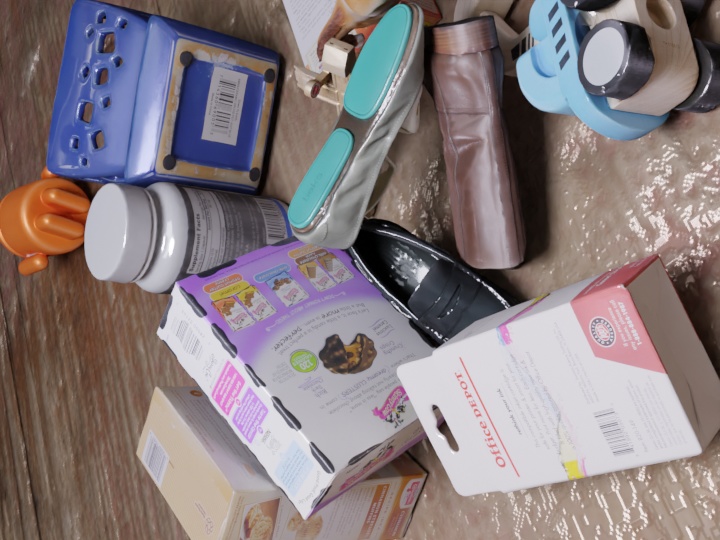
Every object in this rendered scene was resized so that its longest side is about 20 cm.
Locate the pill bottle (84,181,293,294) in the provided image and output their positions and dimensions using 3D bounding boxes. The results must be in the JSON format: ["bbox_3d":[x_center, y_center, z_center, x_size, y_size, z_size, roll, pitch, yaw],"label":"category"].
[{"bbox_3d":[-0.172,-0.030,0.960,0.114,0.199,0.114,-8,79,50],"label":"pill bottle"}]

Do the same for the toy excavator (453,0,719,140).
[{"bbox_3d":[0.146,-0.169,0.685,0.200,0.099,0.195,-34,60,54],"label":"toy excavator"}]

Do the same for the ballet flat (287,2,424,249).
[{"bbox_3d":[0.010,-0.107,0.724,0.201,0.064,0.067,-62,36,13],"label":"ballet flat"}]

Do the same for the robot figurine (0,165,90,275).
[{"bbox_3d":[-0.482,-0.079,1.412,0.200,0.116,0.144,-7,108,49],"label":"robot figurine"}]

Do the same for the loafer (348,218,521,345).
[{"bbox_3d":[0.064,0.023,0.742,0.200,0.070,0.068,37,99,28],"label":"loafer"}]

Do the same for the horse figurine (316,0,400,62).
[{"bbox_3d":[0.024,-0.226,0.723,0.050,0.132,0.200,59,174,-5],"label":"horse figurine"}]

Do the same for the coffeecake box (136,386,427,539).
[{"bbox_3d":[-0.069,0.169,0.811,0.153,0.199,0.073,38,115,46],"label":"coffeecake box"}]

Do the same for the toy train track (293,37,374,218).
[{"bbox_3d":[-0.013,-0.112,0.814,0.114,0.033,0.200,27,150,24],"label":"toy train track"}]

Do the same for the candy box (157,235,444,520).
[{"bbox_3d":[-0.038,0.074,0.763,0.200,0.167,0.072,47,134,20],"label":"candy box"}]

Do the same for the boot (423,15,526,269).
[{"bbox_3d":[0.076,-0.099,0.761,0.186,0.064,0.201,-138,33,-72],"label":"boot"}]

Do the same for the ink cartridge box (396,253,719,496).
[{"bbox_3d":[0.132,0.080,0.642,0.200,0.067,0.117,-24,93,42],"label":"ink cartridge box"}]

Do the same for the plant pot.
[{"bbox_3d":[-0.207,-0.181,1.033,0.179,0.199,0.201,16,98,43],"label":"plant pot"}]

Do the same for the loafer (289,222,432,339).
[{"bbox_3d":[0.000,0.000,0.855,0.200,0.063,0.072,42,117,44],"label":"loafer"}]

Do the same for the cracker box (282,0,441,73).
[{"bbox_3d":[-0.012,-0.281,0.908,0.134,0.058,0.201,-40,57,38],"label":"cracker box"}]
